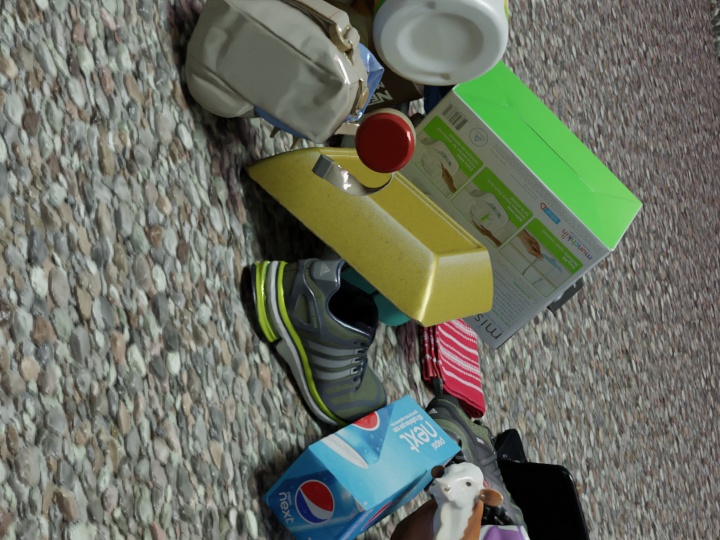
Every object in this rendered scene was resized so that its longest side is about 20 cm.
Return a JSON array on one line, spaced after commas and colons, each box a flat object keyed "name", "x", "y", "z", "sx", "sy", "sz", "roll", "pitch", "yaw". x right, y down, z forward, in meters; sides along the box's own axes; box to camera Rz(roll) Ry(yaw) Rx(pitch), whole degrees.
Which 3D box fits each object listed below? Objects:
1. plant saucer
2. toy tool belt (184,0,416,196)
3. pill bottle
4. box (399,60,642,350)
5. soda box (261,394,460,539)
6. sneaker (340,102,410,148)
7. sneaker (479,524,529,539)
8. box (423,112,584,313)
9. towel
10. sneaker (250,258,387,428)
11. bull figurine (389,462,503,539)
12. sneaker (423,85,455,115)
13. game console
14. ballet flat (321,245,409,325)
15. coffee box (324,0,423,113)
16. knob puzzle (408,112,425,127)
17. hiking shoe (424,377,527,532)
[{"name": "plant saucer", "x": 0.023, "y": -0.041, "z": 1.474, "sx": 0.200, "sy": 0.049, "sz": 0.200, "roll": 41, "pitch": 16, "yaw": 14}, {"name": "toy tool belt", "x": -0.037, "y": -0.151, "z": 1.384, "sx": 0.199, "sy": 0.125, "sz": 0.123, "roll": 31, "pitch": 16, "yaw": 1}, {"name": "pill bottle", "x": 0.068, "y": -0.263, "z": 1.466, "sx": 0.111, "sy": 0.110, "sz": 0.201, "roll": 54, "pitch": 31, "yaw": -47}, {"name": "box", "x": 0.119, "y": -0.059, "z": 1.593, "sx": 0.200, "sy": 0.176, "sz": 0.097, "roll": 44, "pitch": 41, "yaw": -1}, {"name": "soda box", "x": 0.004, "y": 0.162, "z": 1.400, "sx": 0.068, "sy": 0.064, "sz": 0.200, "roll": 46, "pitch": 22, "yaw": 12}, {"name": "sneaker", "x": 0.013, "y": -0.181, "z": 1.662, "sx": 0.071, "sy": 0.080, "sz": 0.201, "roll": 85, "pitch": 25, "yaw": -61}, {"name": "sneaker", "x": 0.112, "y": 0.306, "z": 1.581, "sx": 0.201, "sy": 0.113, "sz": 0.073, "roll": -77, "pitch": 149, "yaw": -46}, {"name": "box", "x": 0.142, "y": -0.066, "z": 1.821, "sx": 0.158, "sy": 0.048, "sz": 0.200, "roll": 45, "pitch": -9, "yaw": 41}, {"name": "towel", "x": 0.093, "y": 0.041, "z": 1.800, "sx": 0.145, "sy": 0.022, "sz": 0.202, "roll": 40, "pitch": 43, "yaw": -59}, {"name": "sneaker", "x": -0.017, "y": 0.061, "z": 1.427, "sx": 0.200, "sy": 0.080, "sz": 0.074, "roll": 56, "pitch": 31, "yaw": -46}, {"name": "bull figurine", "x": 0.053, "y": 0.228, "z": 1.423, "sx": 0.122, "sy": 0.065, "sz": 0.200, "roll": -54, "pitch": 172, "yaw": -21}, {"name": "sneaker", "x": 0.082, "y": -0.174, "z": 1.662, "sx": 0.201, "sy": 0.078, "sz": 0.066, "roll": 61, "pitch": 38, "yaw": -44}, {"name": "game console", "x": 0.207, "y": 0.276, "z": 1.833, "sx": 0.176, "sy": 0.115, "sz": 0.202, "roll": -39, "pitch": 115, "yaw": -66}, {"name": "ballet flat", "x": 0.000, "y": 0.000, "z": 1.546, "sx": 0.200, "sy": 0.069, "sz": 0.070, "roll": 33, "pitch": 48, "yaw": -67}, {"name": "coffee box", "x": -0.031, "y": -0.223, "z": 1.501, "sx": 0.200, "sy": 0.113, "sz": 0.080, "roll": 51, "pitch": 33, "yaw": -48}, {"name": "knob puzzle", "x": 0.094, "y": -0.075, "z": 1.739, "sx": 0.220, "sy": 0.030, "sz": 0.220, "roll": 51, "pitch": -5, "yaw": 6}, {"name": "hiking shoe", "x": 0.115, "y": 0.197, "z": 1.697, "sx": 0.201, "sy": 0.075, "sz": 0.101, "roll": 62, "pitch": 30, "yaw": -34}]
